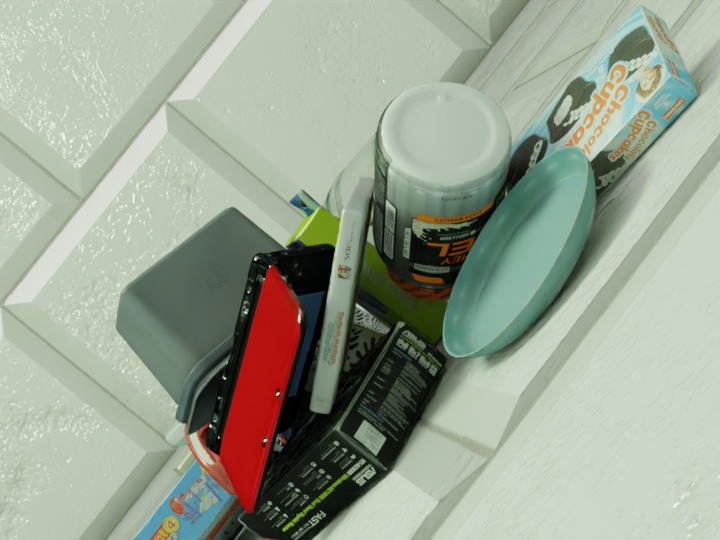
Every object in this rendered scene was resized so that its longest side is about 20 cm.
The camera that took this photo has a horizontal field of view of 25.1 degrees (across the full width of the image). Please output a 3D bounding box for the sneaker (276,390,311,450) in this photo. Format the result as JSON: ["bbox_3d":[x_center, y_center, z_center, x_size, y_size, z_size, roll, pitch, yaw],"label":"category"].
[{"bbox_3d":[-0.057,0.174,1.760,0.079,0.075,0.200,-62,-2,4],"label":"sneaker"}]

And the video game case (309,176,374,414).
[{"bbox_3d":[-0.014,0.017,1.494,0.200,0.023,0.184,-69,-11,-78],"label":"video game case"}]

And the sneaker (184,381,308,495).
[{"bbox_3d":[-0.112,0.140,1.640,0.115,0.078,0.200,-40,22,9],"label":"sneaker"}]

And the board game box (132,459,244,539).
[{"bbox_3d":[-0.182,0.285,1.789,0.201,0.056,0.196,-52,-12,-5],"label":"board game box"}]

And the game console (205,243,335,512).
[{"bbox_3d":[-0.061,0.094,1.478,0.172,0.118,0.202,-10,-57,-52],"label":"game console"}]

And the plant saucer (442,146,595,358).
[{"bbox_3d":[0.136,-0.010,1.342,0.201,0.027,0.201,-52,16,22],"label":"plant saucer"}]

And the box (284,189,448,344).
[{"bbox_3d":[0.000,0.000,1.657,0.048,0.199,0.122,-53,5,-8],"label":"box"}]

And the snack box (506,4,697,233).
[{"bbox_3d":[0.205,-0.124,1.424,0.200,0.037,0.117,-49,30,28],"label":"snack box"}]

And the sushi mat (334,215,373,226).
[{"bbox_3d":[0.057,-0.056,1.740,0.198,0.012,0.095,-4,4,-36],"label":"sushi mat"}]

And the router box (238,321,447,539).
[{"bbox_3d":[-0.017,0.157,1.488,0.200,0.062,0.150,-46,8,45],"label":"router box"}]

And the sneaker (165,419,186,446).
[{"bbox_3d":[-0.123,0.178,1.889,0.199,0.119,0.074,-32,10,4],"label":"sneaker"}]

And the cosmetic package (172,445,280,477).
[{"bbox_3d":[-0.129,0.195,1.983,0.201,0.103,0.073,-51,5,-14],"label":"cosmetic package"}]

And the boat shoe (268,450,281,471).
[{"bbox_3d":[-0.089,0.217,1.666,0.072,0.068,0.200,-52,5,-15],"label":"boat shoe"}]

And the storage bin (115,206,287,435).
[{"bbox_3d":[-0.142,0.043,1.602,0.200,0.134,0.146,-39,-15,-29],"label":"storage bin"}]

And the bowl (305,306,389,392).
[{"bbox_3d":[-0.053,0.077,1.768,0.201,0.199,0.095,-108,43,-84],"label":"bowl"}]

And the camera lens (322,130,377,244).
[{"bbox_3d":[0.054,-0.096,2.075,0.200,0.160,0.160,-45,8,47],"label":"camera lens"}]

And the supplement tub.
[{"bbox_3d":[0.072,-0.066,1.483,0.123,0.122,0.201,-53,-19,-28],"label":"supplement tub"}]
